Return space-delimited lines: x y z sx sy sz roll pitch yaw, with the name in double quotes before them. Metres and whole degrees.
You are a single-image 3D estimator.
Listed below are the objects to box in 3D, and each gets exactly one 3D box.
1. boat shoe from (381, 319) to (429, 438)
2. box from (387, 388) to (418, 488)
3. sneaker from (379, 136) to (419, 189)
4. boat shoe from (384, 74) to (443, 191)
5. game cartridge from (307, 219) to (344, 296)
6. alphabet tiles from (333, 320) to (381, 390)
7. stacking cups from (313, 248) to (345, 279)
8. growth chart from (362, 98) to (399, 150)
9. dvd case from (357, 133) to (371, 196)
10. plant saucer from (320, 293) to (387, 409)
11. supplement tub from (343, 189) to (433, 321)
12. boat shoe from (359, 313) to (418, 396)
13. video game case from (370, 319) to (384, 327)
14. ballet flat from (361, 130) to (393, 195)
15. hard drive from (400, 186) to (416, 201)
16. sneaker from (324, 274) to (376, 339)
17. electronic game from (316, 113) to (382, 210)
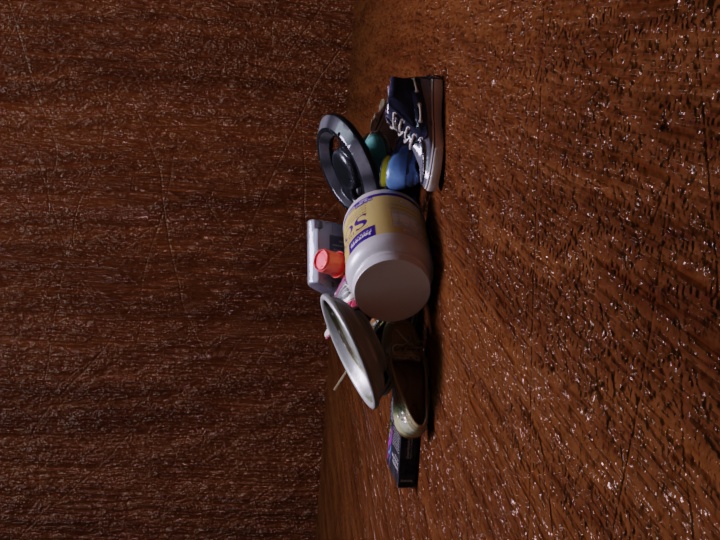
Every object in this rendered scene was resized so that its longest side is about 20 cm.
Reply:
"boat shoe" 0.080 0.164 1.455 0.063 0.073 0.201 119 144 -63
"box" 0.076 0.260 1.576 0.143 0.036 0.202 -141 56 -83
"sneaker" 0.093 -0.191 1.586 0.200 0.078 0.066 -59 -27 -59
"boat shoe" 0.084 -0.224 1.473 0.075 0.092 0.201 108 164 -69
"game cartridge" -0.027 -0.015 1.667 0.199 0.041 0.134 10 -99 -52
"alphabet tiles" 0.011 0.128 1.640 0.167 0.006 0.200 -53 -4 -43
"stacking cups" 0.000 0.000 1.622 0.060 0.199 0.061 -21 61 44
"growth chart" 0.042 -0.254 1.719 0.201 0.018 0.145 -62 -26 -23
"dvd case" 0.023 -0.174 1.781 0.143 0.017 0.201 -41 -39 -50
"plant saucer" -0.002 0.122 1.454 0.201 0.050 0.200 62 169 21
"supplement tub" 0.045 -0.026 1.498 0.201 0.144 0.146 -95 10 -54
"boat shoe" 0.052 0.120 1.575 0.075 0.062 0.201 123 171 -62
"video game case" 0.035 0.105 1.763 0.200 0.025 0.182 130 140 -51
"ballet flat" 0.036 -0.168 1.659 0.072 0.071 0.202 -96 10 -59
"hard drive" 0.077 -0.124 1.740 0.201 0.042 0.135 -93 8 -46
"sneaker" -0.017 0.072 1.615 0.200 0.080 0.075 119 146 -63
"electronic game" -0.020 -0.183 1.614 0.200 0.041 0.201 49 155 33
